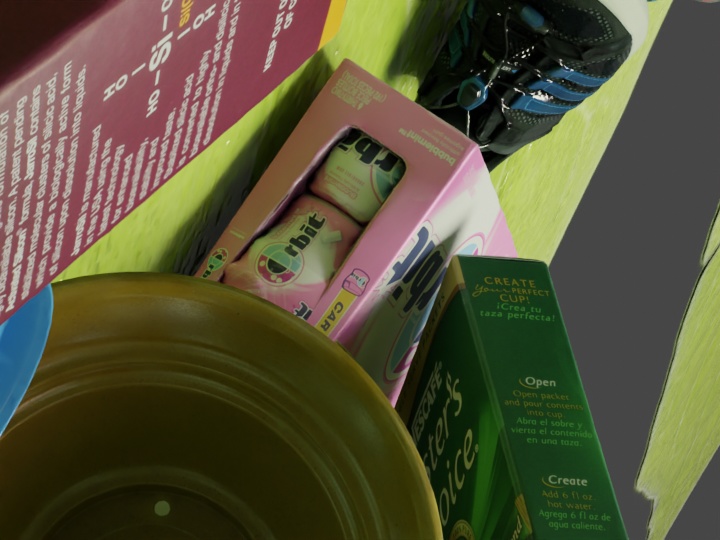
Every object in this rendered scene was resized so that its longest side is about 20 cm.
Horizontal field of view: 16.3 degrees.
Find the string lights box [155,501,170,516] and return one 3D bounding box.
[{"bbox_3d":[-0.059,0.091,1.014,0.059,0.103,0.200,-52,164,-6],"label":"string lights box"}]

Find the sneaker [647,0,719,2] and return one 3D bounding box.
[{"bbox_3d":[0.155,-0.147,1.091,0.200,0.095,0.080,-88,-176,-73],"label":"sneaker"}]

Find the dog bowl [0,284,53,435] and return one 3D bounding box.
[{"bbox_3d":[-0.168,0.068,0.729,0.200,0.050,0.111,-55,165,1],"label":"dog bowl"}]

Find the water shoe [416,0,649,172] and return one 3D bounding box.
[{"bbox_3d":[0.067,-0.084,1.055,0.079,0.071,0.200,-51,173,-13],"label":"water shoe"}]

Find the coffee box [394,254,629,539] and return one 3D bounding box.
[{"bbox_3d":[0.055,0.105,0.959,0.123,0.044,0.200,110,-23,-43],"label":"coffee box"}]

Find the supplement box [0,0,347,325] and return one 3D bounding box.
[{"bbox_3d":[-0.096,-0.061,0.559,0.200,0.110,0.086,-44,161,-37],"label":"supplement box"}]

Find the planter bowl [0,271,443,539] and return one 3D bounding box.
[{"bbox_3d":[-0.074,0.108,0.830,0.201,0.200,0.083,-51,170,-15],"label":"planter bowl"}]

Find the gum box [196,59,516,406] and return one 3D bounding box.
[{"bbox_3d":[0.000,0.000,1.043,0.114,0.066,0.200,-55,166,-6],"label":"gum box"}]
